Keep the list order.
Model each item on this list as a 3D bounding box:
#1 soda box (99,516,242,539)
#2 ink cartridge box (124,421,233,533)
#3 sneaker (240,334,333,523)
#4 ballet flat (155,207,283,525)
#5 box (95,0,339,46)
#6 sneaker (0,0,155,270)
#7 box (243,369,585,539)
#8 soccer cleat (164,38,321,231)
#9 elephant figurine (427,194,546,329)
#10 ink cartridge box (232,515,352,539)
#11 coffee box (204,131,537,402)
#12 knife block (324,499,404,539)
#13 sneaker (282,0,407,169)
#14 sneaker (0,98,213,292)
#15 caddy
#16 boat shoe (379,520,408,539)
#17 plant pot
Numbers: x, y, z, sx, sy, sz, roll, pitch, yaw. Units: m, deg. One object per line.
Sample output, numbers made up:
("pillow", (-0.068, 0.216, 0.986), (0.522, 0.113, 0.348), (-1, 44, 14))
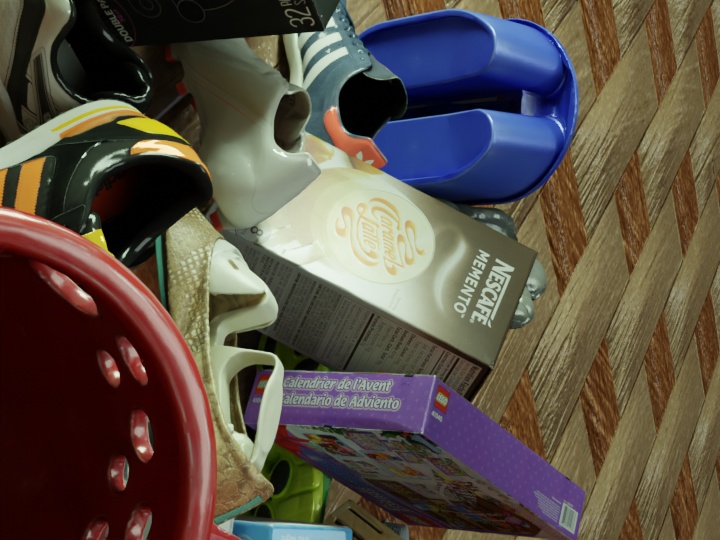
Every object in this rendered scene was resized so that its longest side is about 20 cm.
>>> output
("soda box", (-0.066, 0.177, 0.714), (0.200, 0.070, 0.064), (44, 57, -45))
("ink cartridge box", (-0.151, 0.135, 0.747), (0.200, 0.085, 0.146), (34, 60, -60))
("sneaker", (-0.037, 0.130, 0.979), (0.084, 0.074, 0.201), (37, 56, -52))
("ballet flat", (-0.074, 0.042, 0.756), (0.071, 0.065, 0.201), (65, 17, -61))
("box", (-0.095, -0.244, 0.790), (0.200, 0.148, 0.125), (63, 38, -41))
("sneaker", (-0.145, -0.072, 0.759), (0.200, 0.087, 0.076), (65, 34, -41))
("box", (0.039, 0.120, 0.903), (0.200, 0.136, 0.039), (40, 58, -45))
("soccer cleat", (-0.069, -0.103, 0.857), (0.069, 0.077, 0.200), (57, 13, -45))
("elephant figurine", (0.037, 0.041, 1.090), (0.141, 0.200, 0.155), (-11, 64, -41))
("ink cartridge box", (-0.072, 0.251, 0.850), (0.067, 0.116, 0.201), (12, 78, -42))
("coffee box", (0.000, 0.000, 0.914), (0.115, 0.200, 0.080), (-63, 180, -42))
("knife block", (-0.001, 0.263, 0.977), (0.200, 0.064, 0.175), (-60, 150, 5))
("sneaker", (-0.007, -0.144, 1.014), (0.075, 0.084, 0.201), (46, 39, -51))
("sneaker", (-0.159, -0.011, 0.660), (0.200, 0.090, 0.070), (-38, 130, -24))
("caddy", (0.071, -0.121, 1.078), (0.105, 0.200, 0.142), (8, 83, -46))
("boat shoe", (0.001, 0.243, 1.063), (0.200, 0.065, 0.074), (91, 10, -48))
("plant pot", (-0.177, 0.069, 0.538), (0.200, 0.182, 0.201), (-4, 98, -28))
